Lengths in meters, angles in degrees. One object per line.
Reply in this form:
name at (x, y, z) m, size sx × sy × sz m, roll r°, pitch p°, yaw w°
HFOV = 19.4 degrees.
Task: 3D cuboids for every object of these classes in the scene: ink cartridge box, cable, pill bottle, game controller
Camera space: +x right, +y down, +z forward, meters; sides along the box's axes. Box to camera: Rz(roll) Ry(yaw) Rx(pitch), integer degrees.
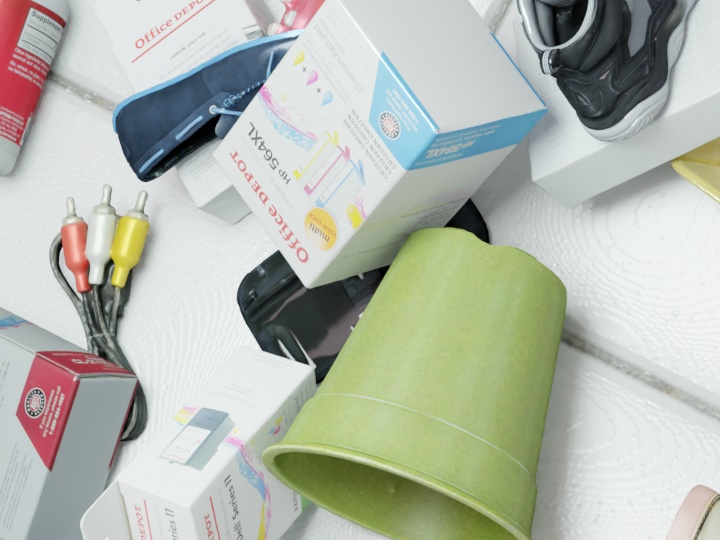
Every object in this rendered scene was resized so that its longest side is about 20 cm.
ink cartridge box at (-0.106, 0.161, 1.485) m, size 0.067 × 0.117 × 0.200 m, roll 17°, pitch 44°, yaw 28°
ink cartridge box at (0.005, -0.089, 1.473) m, size 0.129 × 0.125 × 0.200 m, roll 54°, pitch 130°, yaw 17°
ink cartridge box at (-0.290, 0.110, 1.650) m, size 0.200 × 0.083 × 0.146 m, roll 24°, pitch 101°, yaw 30°
cable at (-0.212, 0.034, 1.665) m, size 0.097 × 0.050 × 0.201 m, roll -4°, pitch 74°, yaw 23°
pill bottle at (-0.308, -0.189, 1.739) m, size 0.112 × 0.112 × 0.201 m, roll 15°, pitch 83°, yaw 29°
game controller at (0.000, 0.000, 1.584) m, size 0.200 × 0.042 × 0.105 m, roll -36°, pitch 78°, yaw 14°
ink cartridge box at (-0.113, -0.153, 1.650) m, size 0.116 × 0.067 × 0.200 m, roll -34°, pitch 69°, yaw 14°

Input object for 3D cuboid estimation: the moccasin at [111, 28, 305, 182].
moccasin at (-0.091, -0.121, 1.566) m, size 0.200 × 0.080 × 0.068 m, roll -22°, pitch 77°, yaw 32°

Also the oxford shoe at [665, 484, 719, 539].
oxford shoe at (0.221, 0.244, 1.384) m, size 0.074 × 0.071 × 0.201 m, roll 15°, pitch 83°, yaw 26°

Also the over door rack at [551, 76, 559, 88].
over door rack at (0.111, -0.217, 1.518) m, size 0.147 × 0.067 × 0.201 m, roll -6°, pitch 53°, yaw 44°

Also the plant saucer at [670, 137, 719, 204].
plant saucer at (0.345, -0.092, 1.428) m, size 0.200 × 0.048 × 0.200 m, roll 41°, pitch 96°, yaw 28°

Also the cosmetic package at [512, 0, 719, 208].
cosmetic package at (0.206, -0.151, 1.473) m, size 0.200 × 0.052 × 0.151 m, roll -25°, pitch 52°, yaw 29°

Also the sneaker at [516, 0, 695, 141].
sneaker at (0.168, -0.196, 1.414) m, size 0.075 × 0.114 × 0.201 m, roll -4°, pitch 62°, yaw 40°

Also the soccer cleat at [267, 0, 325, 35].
soccer cleat at (-0.006, -0.241, 1.640) m, size 0.067 × 0.076 × 0.201 m, roll -16°, pitch 48°, yaw 57°

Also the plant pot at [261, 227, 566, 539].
plant pot at (0.057, 0.079, 1.458) m, size 0.199 × 0.200 × 0.191 m, roll 11°, pitch 70°, yaw 28°
